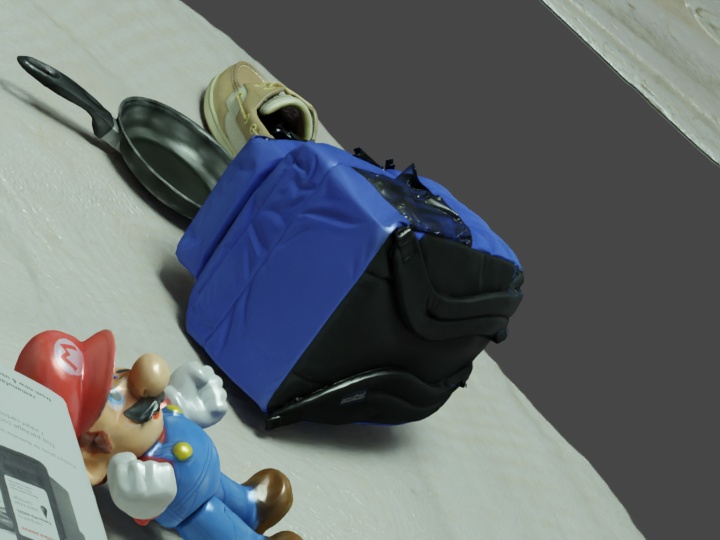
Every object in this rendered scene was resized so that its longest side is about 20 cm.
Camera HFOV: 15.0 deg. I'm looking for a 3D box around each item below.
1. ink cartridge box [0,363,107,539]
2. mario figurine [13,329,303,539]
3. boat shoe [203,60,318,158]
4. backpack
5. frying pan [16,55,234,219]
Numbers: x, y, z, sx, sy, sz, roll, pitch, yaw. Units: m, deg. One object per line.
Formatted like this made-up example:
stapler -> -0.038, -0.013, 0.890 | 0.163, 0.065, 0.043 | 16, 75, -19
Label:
ink cartridge box -> -0.173, 0.148, 1.103 | 0.083, 0.145, 0.200 | 30, 23, -37
mario figurine -> -0.097, 0.089, 1.426 | 0.200, 0.106, 0.123 | 39, -16, -36
boat shoe -> -0.061, -0.096, 1.942 | 0.074, 0.066, 0.200 | 32, 23, -30
backpack -> 0.000, 0.000, 1.727 | 0.200, 0.163, 0.168 | 14, 32, -53
frying pan -> -0.143, -0.076, 1.795 | 0.190, 0.031, 0.115 | 12, 36, -51
